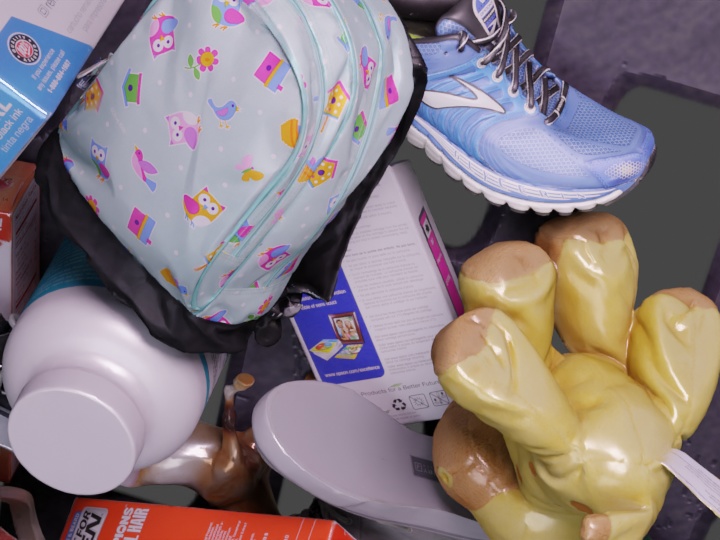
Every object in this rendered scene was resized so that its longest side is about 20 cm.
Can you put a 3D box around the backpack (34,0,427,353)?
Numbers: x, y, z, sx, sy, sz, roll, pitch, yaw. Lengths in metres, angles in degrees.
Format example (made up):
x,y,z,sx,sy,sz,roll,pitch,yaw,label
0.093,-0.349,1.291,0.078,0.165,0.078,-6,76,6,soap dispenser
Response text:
x,y,z,sx,sy,sz,roll,pitch,yaw,label
-0.062,-0.069,1.251,0.167,0.127,0.200,47,120,10,backpack

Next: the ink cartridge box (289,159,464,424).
x,y,z,sx,sy,sz,roll,pitch,yaw,label
0.000,0.000,1.404,0.094,0.037,0.200,-10,122,22,ink cartridge box

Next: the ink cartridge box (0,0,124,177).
x,y,z,sx,sy,sz,roll,pitch,yaw,label
-0.238,-0.149,1.300,0.200,0.145,0.084,37,124,-11,ink cartridge box

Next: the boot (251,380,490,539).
x,y,z,sx,sy,sz,roll,pitch,yaw,label
-0.004,0.128,1.434,0.200,0.074,0.095,24,138,-35,boot

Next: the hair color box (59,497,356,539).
x,y,z,sx,sy,sz,roll,pitch,yaw,label
-0.074,0.188,1.478,0.199,0.064,0.111,0,151,36,hair color box

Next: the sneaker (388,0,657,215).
x,y,z,sx,sy,sz,roll,pitch,yaw,label
0.061,-0.098,1.294,0.199,0.079,0.089,23,129,0,sneaker

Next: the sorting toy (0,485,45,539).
x,y,z,sx,sy,sz,roll,pitch,yaw,label
-0.274,0.181,1.558,0.179,0.107,0.200,-5,130,13,sorting toy

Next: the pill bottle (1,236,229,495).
x,y,z,sx,sy,sz,roll,pitch,yaw,label
-0.125,0.033,1.358,0.110,0.200,0.111,7,125,11,pill bottle

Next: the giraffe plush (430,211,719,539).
x,y,z,sx,sy,sz,roll,pitch,yaw,label
0.107,0.093,1.365,0.200,0.172,0.162,57,146,12,giraffe plush

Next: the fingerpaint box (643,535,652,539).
x,y,z,sx,sy,sz,roll,pitch,yaw,label
0.108,0.239,1.505,0.200,0.073,0.167,-28,118,29,fingerpaint box

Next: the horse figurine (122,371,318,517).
x,y,z,sx,sy,sz,roll,pitch,yaw,label
-0.109,0.096,1.487,0.199,0.050,0.133,15,131,0,horse figurine

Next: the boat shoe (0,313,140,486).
x,y,z,sx,sy,sz,roll,pitch,yaw,label
-0.204,0.054,1.409,0.199,0.074,0.068,28,92,-2,boat shoe

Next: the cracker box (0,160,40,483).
x,y,z,sx,sy,sz,roll,pitch,yaw,label
-0.260,0.021,1.476,0.133,0.058,0.201,11,125,8,cracker box

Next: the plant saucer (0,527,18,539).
x,y,z,sx,sy,sz,roll,pitch,yaw,label
-0.283,0.197,1.473,0.199,0.037,0.200,-29,124,31,plant saucer
